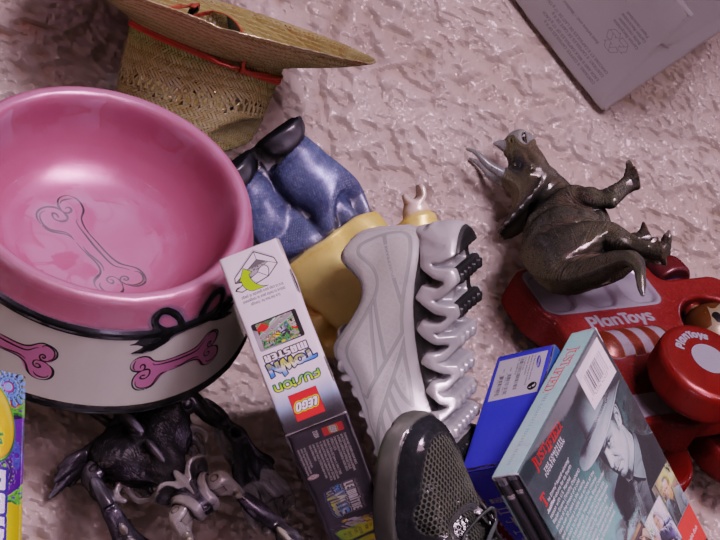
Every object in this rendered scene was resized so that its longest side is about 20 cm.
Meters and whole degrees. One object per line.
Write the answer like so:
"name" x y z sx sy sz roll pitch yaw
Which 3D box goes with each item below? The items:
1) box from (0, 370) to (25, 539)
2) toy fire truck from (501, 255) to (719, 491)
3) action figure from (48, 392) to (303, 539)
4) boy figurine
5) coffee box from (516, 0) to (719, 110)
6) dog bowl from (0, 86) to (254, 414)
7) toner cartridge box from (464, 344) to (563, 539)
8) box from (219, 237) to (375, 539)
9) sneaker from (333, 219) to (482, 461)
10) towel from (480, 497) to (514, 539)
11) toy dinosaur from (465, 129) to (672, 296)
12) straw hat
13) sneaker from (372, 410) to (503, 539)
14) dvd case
"box" -0.249 0.161 1.059 0.122 0.193 0.200 13 61 -29
"toy fire truck" 0.209 0.053 1.501 0.200 0.112 0.168 -7 50 -35
"action figure" -0.090 0.132 1.247 0.119 0.102 0.200 -33 47 -15
"boy figurine" 0.000 0.000 1.386 0.124 0.064 0.200 -40 98 0
"coffee box" 0.220 -0.270 1.605 0.200 0.200 0.198 52 48 -1
"dog bowl" -0.148 -0.020 1.258 0.200 0.074 0.200 12 43 -12
"toner cartridge box" 0.139 0.147 1.386 0.200 0.043 0.095 52 41 -30
"box" -0.027 0.076 1.256 0.035 0.200 0.110 -21 62 -2
"sneaker" 0.026 0.069 1.335 0.075 0.081 0.200 -20 112 -74
"towel" 0.048 0.207 1.355 0.145 0.022 0.200 47 49 -6
"toy dinosaur" 0.141 -0.016 1.465 0.102 0.077 0.200 -15 37 -1
"straw hat" -0.098 -0.117 1.374 0.201 0.201 0.085 13 99 -29
"sneaker" 0.073 0.168 1.252 0.076 0.114 0.200 -34 118 -49
"dvd case" 0.151 0.154 1.344 0.200 0.022 0.146 61 37 -22
